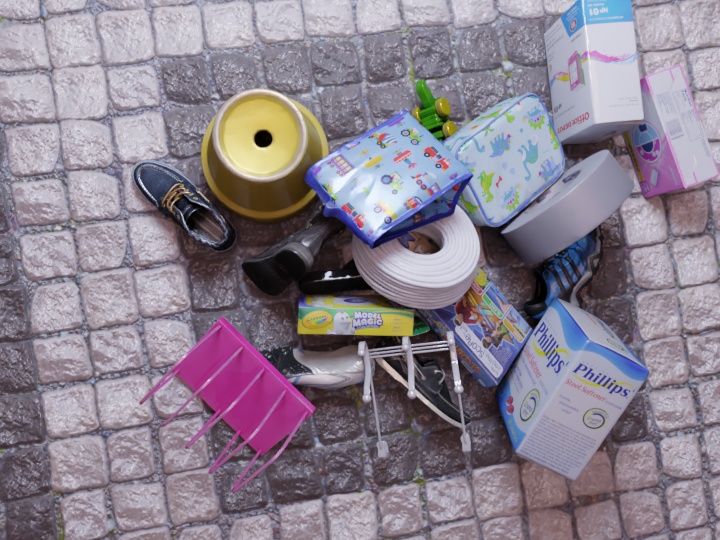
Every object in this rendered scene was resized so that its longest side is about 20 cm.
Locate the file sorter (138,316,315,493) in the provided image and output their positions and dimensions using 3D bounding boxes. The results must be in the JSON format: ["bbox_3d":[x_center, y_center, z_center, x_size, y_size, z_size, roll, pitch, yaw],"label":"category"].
[{"bbox_3d":[-0.199,0.203,0.885,0.200,0.125,0.139,45,117,-3],"label":"file sorter"}]

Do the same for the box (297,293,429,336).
[{"bbox_3d":[0.002,0.069,0.938,0.199,0.117,0.049,3,97,-7],"label":"box"}]

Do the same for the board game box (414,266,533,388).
[{"bbox_3d":[0.176,0.069,0.962,0.200,0.034,0.135,49,55,-4],"label":"board game box"}]

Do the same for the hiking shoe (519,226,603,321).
[{"bbox_3d":[0.337,-0.002,0.995,0.087,0.074,0.200,19,87,-6],"label":"hiking shoe"}]

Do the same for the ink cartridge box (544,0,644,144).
[{"bbox_3d":[0.373,-0.317,0.971,0.084,0.145,0.201,-7,89,-6],"label":"ink cartridge box"}]

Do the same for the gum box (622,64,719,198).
[{"bbox_3d":[0.499,-0.231,0.997,0.066,0.113,0.200,-20,91,-6],"label":"gum box"}]

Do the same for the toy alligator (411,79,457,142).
[{"bbox_3d":[0.137,-0.218,0.996,0.054,0.059,0.200,-27,101,-49],"label":"toy alligator"}]

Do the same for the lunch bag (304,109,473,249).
[{"bbox_3d":[0.031,-0.122,0.854,0.200,0.094,0.151,-29,66,-30],"label":"lunch bag"}]

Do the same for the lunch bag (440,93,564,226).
[{"bbox_3d":[0.225,-0.171,0.959,0.200,0.082,0.161,-39,110,-18],"label":"lunch bag"}]

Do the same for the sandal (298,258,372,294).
[{"bbox_3d":[-0.001,0.000,0.958,0.200,0.075,0.048,-4,67,-9],"label":"sandal"}]

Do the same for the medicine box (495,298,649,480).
[{"bbox_3d":[0.308,0.172,0.909,0.103,0.182,0.200,25,106,-4],"label":"medicine box"}]

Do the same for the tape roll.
[{"bbox_3d":[0.318,-0.098,0.933,0.200,0.200,0.066,-41,92,-5],"label":"tape roll"}]

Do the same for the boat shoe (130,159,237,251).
[{"bbox_3d":[-0.276,-0.107,0.928,0.200,0.091,0.071,39,85,-3],"label":"boat shoe"}]

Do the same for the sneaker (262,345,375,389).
[{"bbox_3d":[-0.076,0.162,0.958,0.199,0.072,0.073,-3,131,4],"label":"sneaker"}]

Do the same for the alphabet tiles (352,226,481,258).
[{"bbox_3d":[0.088,-0.065,1.006,0.167,0.008,0.200,41,85,-4],"label":"alphabet tiles"}]

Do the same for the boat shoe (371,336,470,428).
[{"bbox_3d":[0.109,0.177,0.970,0.200,0.072,0.068,44,89,-1],"label":"boat shoe"}]

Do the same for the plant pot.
[{"bbox_3d":[-0.143,-0.177,0.895,0.200,0.189,0.201,0,89,-6],"label":"plant pot"}]

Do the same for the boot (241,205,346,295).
[{"bbox_3d":[-0.083,-0.048,0.942,0.069,0.200,0.174,53,53,-17],"label":"boot"}]

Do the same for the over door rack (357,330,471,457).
[{"bbox_3d":[0.083,0.196,0.896,0.147,0.067,0.200,-7,107,11],"label":"over door rack"}]

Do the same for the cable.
[{"bbox_3d":[0.087,-0.040,0.911,0.200,0.069,0.200,31,53,9],"label":"cable"}]
